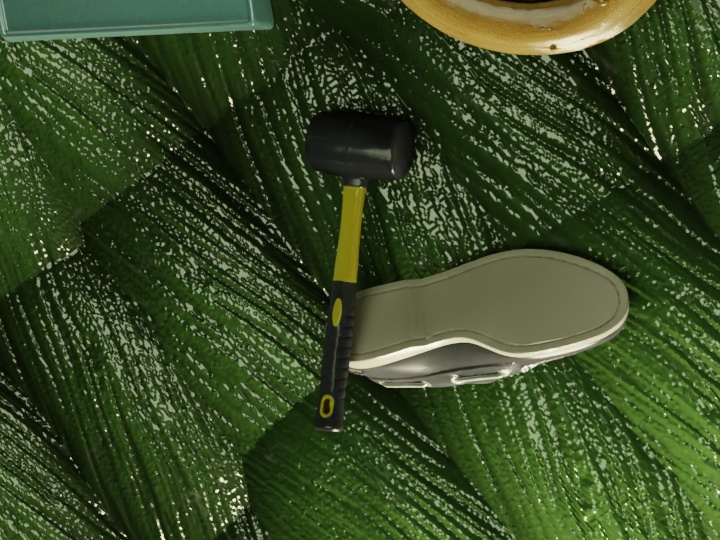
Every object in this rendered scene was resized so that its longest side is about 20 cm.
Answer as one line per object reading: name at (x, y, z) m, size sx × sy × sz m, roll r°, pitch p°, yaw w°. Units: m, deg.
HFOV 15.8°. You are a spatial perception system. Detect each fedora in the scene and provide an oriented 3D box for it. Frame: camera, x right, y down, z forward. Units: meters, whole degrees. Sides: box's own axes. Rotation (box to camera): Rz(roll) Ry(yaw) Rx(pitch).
fedora at (0.097, -0.223, 1.499) m, size 0.199 × 0.082 × 0.202 m, roll 6°, pitch 113°, yaw 15°

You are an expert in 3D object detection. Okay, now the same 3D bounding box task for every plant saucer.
plant saucer at (-0.152, -0.183, 1.659) m, size 0.199 × 0.019 × 0.070 m, roll 0°, pitch 110°, yaw 24°

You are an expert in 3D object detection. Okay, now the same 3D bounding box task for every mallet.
mallet at (0.000, 0.000, 1.617) m, size 0.065 × 0.041 × 0.202 m, roll -2°, pitch 86°, yaw 22°

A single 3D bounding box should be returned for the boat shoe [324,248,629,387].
boat shoe at (0.079, 0.036, 1.636) m, size 0.199 × 0.073 × 0.063 m, roll -8°, pitch 150°, yaw 20°
